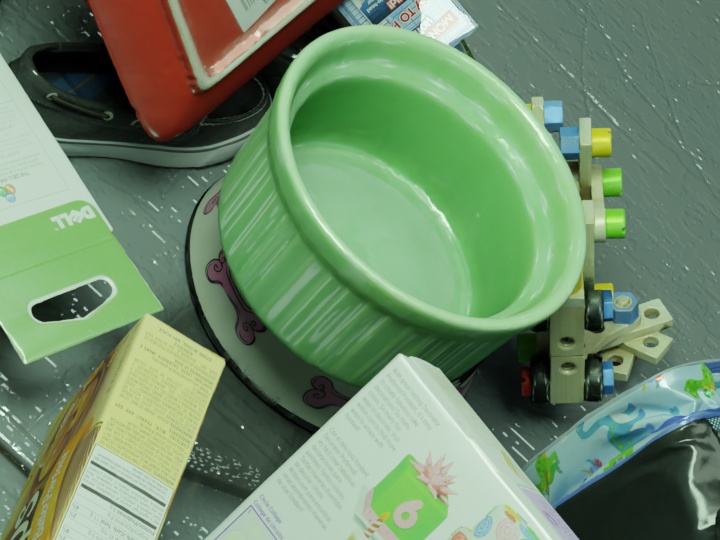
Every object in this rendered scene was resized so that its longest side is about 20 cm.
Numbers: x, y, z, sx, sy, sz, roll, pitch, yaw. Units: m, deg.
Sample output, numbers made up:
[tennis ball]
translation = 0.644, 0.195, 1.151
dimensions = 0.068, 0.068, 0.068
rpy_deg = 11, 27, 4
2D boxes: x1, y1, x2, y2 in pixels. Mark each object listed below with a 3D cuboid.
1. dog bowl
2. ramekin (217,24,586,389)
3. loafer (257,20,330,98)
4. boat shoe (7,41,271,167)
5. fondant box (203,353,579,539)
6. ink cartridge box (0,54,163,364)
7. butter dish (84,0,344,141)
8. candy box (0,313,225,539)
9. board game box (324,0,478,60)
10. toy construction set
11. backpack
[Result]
[dog bowl]
translation = 0.000, 0.000, 1.636
dimensions = 0.200, 0.074, 0.200
rpy_deg = 21, 47, -24
[ramekin]
translation = 0.018, -0.028, 1.545
dimensions = 0.200, 0.098, 0.200
rpy_deg = 20, 48, -24
[loafer]
translation = -0.051, -0.149, 1.706
dimensions = 0.200, 0.072, 0.063
rpy_deg = 30, 70, -11
[boat shoe]
translation = -0.127, -0.108, 1.629
dimensions = 0.200, 0.066, 0.070
rpy_deg = 1, 57, -36
[fondant box]
translation = 0.001, 0.163, 1.400
dimensions = 0.144, 0.200, 0.058
rpy_deg = 50, 12, 23
[ink cartridge box]
translation = -0.207, -0.031, 1.513
dimensions = 0.104, 0.059, 0.200
rpy_deg = -21, 72, -44
[butter dish]
translation = -0.104, -0.211, 1.561
dimensions = 0.200, 0.200, 0.148
rpy_deg = -42, 51, -20
[candy box]
translation = -0.141, 0.130, 1.394
dimensions = 0.055, 0.115, 0.200
rpy_deg = 31, 44, -12
[board game box]
translation = 0.002, -0.177, 1.706
dimensions = 0.200, 0.062, 0.200
rpy_deg = 51, -1, 25
[toy construction set]
translation = 0.130, 0.004, 1.688
dimensions = 0.131, 0.092, 0.200
rpy_deg = -89, 162, -46
[backpack]
translation = 0.205, 0.139, 1.602
dimensions = 0.200, 0.183, 0.147
rpy_deg = 5, 56, -41
